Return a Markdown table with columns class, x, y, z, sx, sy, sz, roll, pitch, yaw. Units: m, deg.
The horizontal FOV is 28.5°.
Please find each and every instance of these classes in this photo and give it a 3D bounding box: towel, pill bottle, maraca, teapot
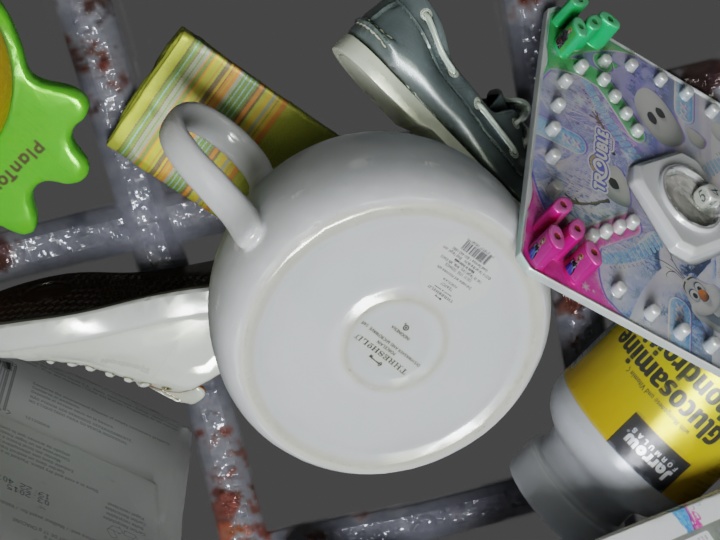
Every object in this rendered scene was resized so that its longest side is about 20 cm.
| class | x | y | z | sx | sy | sz | roll | pitch | yaw |
| --- | --- | --- | --- | --- | --- | --- | --- | --- | --- |
| towel | -0.047 | -0.055 | 0.838 | 0.199 | 0.018 | 0.086 | 33 | 112 | -19 |
| pill bottle | 0.187 | 0.078 | 0.864 | 0.112 | 0.112 | 0.200 | 38 | 105 | -19 |
| maraca | -0.235 | -0.101 | 0.748 | 0.137 | 0.107 | 0.200 | -40 | 112 | 20 |
| teapot | 0.000 | 0.000 | 0.776 | 0.195 | 0.147 | 0.202 | -10 | 123 | -9 |

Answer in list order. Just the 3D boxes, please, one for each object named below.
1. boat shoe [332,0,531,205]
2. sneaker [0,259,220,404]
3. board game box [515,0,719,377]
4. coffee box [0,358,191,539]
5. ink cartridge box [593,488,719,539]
| class | x | y | z | sx | sy | sz | roll | pitch | yaw |
| --- | --- | --- | --- | --- | --- | --- | --- | --- | --- |
| boat shoe | 0.073 | -0.080 | 0.807 | 0.200 | 0.073 | 0.062 | 42 | 87 | -20 |
| sneaker | -0.136 | 0.047 | 0.841 | 0.197 | 0.073 | 0.086 | -5 | 112 | -4 |
| board game box | 0.180 | -0.040 | 0.771 | 0.198 | 0.202 | 0.026 | 27 | 138 | -17 |
| coffee box | -0.231 | 0.178 | 0.820 | 0.198 | 0.201 | 0.199 | 26 | 109 | -15 |
| ink cartridge box | 0.178 | 0.195 | 0.833 | 0.198 | 0.086 | 0.148 | -18 | 159 | -19 |
